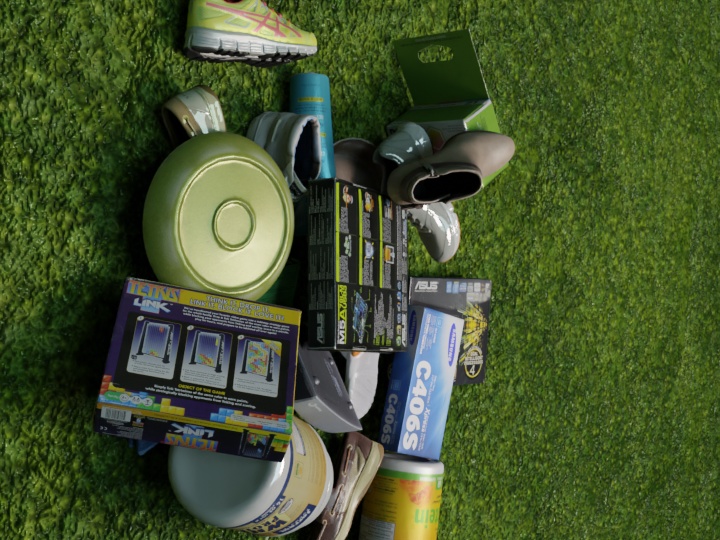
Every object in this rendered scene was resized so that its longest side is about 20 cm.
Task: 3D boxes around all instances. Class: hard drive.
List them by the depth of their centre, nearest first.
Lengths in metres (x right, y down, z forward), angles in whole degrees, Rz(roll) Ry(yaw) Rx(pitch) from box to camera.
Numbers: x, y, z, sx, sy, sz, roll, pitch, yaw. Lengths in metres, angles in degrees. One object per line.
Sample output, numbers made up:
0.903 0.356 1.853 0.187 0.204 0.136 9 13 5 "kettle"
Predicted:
-0.059 0.131 1.263 0.137 0.042 0.200 65 6 23 "hard drive"

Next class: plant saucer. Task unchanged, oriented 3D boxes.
-0.147 -0.052 1.147 0.197 0.031 0.205 -5 98 -39 "plant saucer"
-0.016 -0.077 1.392 0.198 0.032 0.205 -5 97 -49 "plant saucer"

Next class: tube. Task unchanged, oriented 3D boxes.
-0.063 -0.144 1.301 0.050 0.076 0.205 83 5 -84 "tube"

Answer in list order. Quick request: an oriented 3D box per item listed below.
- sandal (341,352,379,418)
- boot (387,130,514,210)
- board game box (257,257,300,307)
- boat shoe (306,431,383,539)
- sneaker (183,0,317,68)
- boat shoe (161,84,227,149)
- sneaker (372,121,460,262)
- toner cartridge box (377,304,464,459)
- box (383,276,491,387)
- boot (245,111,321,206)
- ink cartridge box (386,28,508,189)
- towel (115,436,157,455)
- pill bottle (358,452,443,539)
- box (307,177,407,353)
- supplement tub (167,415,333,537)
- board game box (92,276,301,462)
-0.010 0.098 1.390 0.079 0.058 0.211 -6 109 -54 "sandal"
0.126 -0.125 1.309 0.196 0.146 0.072 -19 106 -7 "boot"
-0.155 0.046 1.224 0.198 0.023 0.107 -10 118 -48 "board game box"
-0.043 0.307 1.371 0.071 0.072 0.202 32 76 -12 "boat shoe"
-0.125 -0.294 1.223 0.198 0.077 0.092 -5 89 -50 "sneaker"
-0.181 -0.106 1.181 0.066 0.073 0.204 -25 106 -35 "boat shoe"
0.069 -0.096 1.422 0.091 0.075 0.203 -33 109 -34 "sneaker"
0.086 0.158 1.448 0.094 0.043 0.204 18 80 -46 "toner cartridge box"
0.118 0.091 1.541 0.198 0.049 0.165 3 90 -47 "box"
-0.103 -0.094 1.242 0.073 0.094 0.205 13 84 -48 "boot"
0.107 -0.220 1.437 0.076 0.146 0.203 -40 120 -37 "ink cartridge box"
-0.188 0.129 1.176 0.198 0.048 0.114 -15 122 -46 "towel"
0.053 0.364 1.438 0.110 0.110 0.205 11 85 -48 "pill bottle"
0.000 0.000 1.276 0.192 0.047 0.205 7 81 -58 "box"
-0.117 0.227 1.180 0.200 0.142 0.147 45 57 -64 "supplement tub"
-0.166 0.102 1.074 0.196 0.057 0.167 12 45 -10 "board game box"
